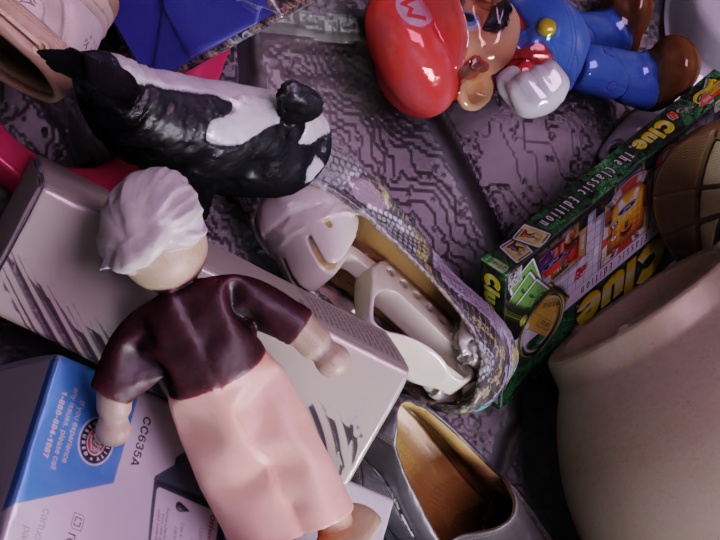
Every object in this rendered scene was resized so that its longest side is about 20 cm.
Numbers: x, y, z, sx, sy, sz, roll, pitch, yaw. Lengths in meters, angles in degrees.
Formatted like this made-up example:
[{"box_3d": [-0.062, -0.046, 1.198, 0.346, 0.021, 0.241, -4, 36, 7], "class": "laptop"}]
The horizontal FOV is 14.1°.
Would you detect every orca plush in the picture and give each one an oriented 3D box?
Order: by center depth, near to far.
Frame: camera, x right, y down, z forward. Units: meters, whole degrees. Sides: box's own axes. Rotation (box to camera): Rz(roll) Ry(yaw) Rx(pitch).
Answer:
[{"box_3d": [-0.074, -0.053, 1.363, 0.200, 0.105, 0.071, 27, 63, -72], "class": "orca plush"}]

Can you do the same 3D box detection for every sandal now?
[{"box_3d": [0.208, -0.024, 1.587, 0.200, 0.080, 0.054, 71, 36, -53], "class": "sandal"}]

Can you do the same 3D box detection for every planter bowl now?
[{"box_3d": [0.181, 0.070, 1.530, 0.200, 0.200, 0.135, -37, 95, -32], "class": "planter bowl"}]

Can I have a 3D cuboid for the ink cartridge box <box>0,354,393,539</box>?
[{"box_3d": [-0.100, 0.144, 1.393, 0.200, 0.086, 0.146, 24, 70, -27], "class": "ink cartridge box"}]

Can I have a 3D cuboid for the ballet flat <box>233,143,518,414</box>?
[{"box_3d": [0.000, 0.000, 1.473, 0.200, 0.072, 0.072, 43, 62, -10], "class": "ballet flat"}]

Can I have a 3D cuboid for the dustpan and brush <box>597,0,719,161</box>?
[{"box_3d": [0.209, -0.127, 1.649, 0.200, 0.057, 0.140, -38, 73, -27], "class": "dustpan and brush"}]

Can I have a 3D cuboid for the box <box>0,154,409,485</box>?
[{"box_3d": [-0.081, 0.024, 1.390, 0.200, 0.082, 0.068, 27, 97, -13], "class": "box"}]

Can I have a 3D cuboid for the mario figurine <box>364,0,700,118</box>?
[{"box_3d": [0.092, -0.133, 1.545, 0.200, 0.123, 0.106, -2, 96, -38], "class": "mario figurine"}]

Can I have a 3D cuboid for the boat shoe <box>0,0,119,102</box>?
[{"box_3d": [-0.213, -0.138, 1.344, 0.200, 0.074, 0.069, 22, 65, -5], "class": "boat shoe"}]

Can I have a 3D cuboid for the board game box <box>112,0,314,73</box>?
[{"box_3d": [-0.054, -0.206, 1.425, 0.200, 0.097, 0.159, -35, 98, -49], "class": "board game box"}]

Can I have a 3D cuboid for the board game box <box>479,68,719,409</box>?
[{"box_3d": [0.134, -0.018, 1.573, 0.023, 0.105, 0.200, 34, 55, 26], "class": "board game box"}]

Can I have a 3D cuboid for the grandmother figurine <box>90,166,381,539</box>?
[{"box_3d": [-0.067, 0.047, 1.326, 0.121, 0.061, 0.200, -23, 107, -2], "class": "grandmother figurine"}]

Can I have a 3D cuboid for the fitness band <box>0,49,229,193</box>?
[{"box_3d": [-0.133, -0.127, 1.446, 0.144, 0.037, 0.200, 31, 68, -29], "class": "fitness band"}]

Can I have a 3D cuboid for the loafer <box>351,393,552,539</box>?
[{"box_3d": [0.055, 0.134, 1.503, 0.200, 0.072, 0.073, 41, 62, -22], "class": "loafer"}]
